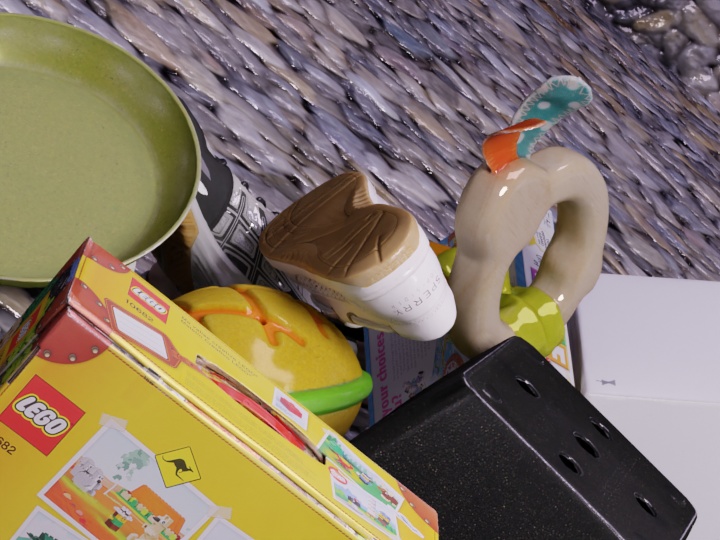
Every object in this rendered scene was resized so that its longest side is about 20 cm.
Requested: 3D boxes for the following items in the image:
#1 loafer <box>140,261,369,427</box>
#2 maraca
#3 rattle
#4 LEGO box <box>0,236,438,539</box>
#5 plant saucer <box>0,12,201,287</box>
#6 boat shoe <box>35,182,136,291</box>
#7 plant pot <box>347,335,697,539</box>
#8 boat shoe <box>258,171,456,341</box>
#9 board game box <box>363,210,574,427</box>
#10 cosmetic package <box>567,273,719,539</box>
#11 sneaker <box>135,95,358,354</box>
[{"bbox_3d":[-0.046,0.030,1.517,0.200,0.063,0.072,30,22,-38],"label":"loafer"},{"bbox_3d":[-0.077,0.063,1.285,0.200,0.137,0.108,-9,98,-57],"label":"maraca"},{"bbox_3d":[0.056,-0.047,1.337,0.143,0.130,0.200,46,-10,36],"label":"rattle"},{"bbox_3d":[-0.089,0.110,1.071,0.200,0.149,0.077,39,17,-13],"label":"LEGO box"},{"bbox_3d":[-0.186,-0.060,1.331,0.199,0.031,0.201,9,46,-10],"label":"plant saucer"},{"bbox_3d":[-0.178,-0.056,1.412,0.068,0.072,0.200,32,23,-34],"label":"boat shoe"},{"bbox_3d":[0.056,0.148,1.265,0.199,0.178,0.200,44,18,7],"label":"plant pot"},{"bbox_3d":[0.000,0.000,1.322,0.069,0.071,0.200,53,-3,-18],"label":"boat shoe"},{"bbox_3d":[0.062,0.068,1.444,0.034,0.134,0.201,29,41,-35],"label":"board game box"},{"bbox_3d":[0.180,0.129,1.504,0.122,0.201,0.200,2,21,2],"label":"cosmetic package"},{"bbox_3d":[-0.069,-0.016,1.430,0.076,0.087,0.201,-5,-71,67],"label":"sneaker"}]
